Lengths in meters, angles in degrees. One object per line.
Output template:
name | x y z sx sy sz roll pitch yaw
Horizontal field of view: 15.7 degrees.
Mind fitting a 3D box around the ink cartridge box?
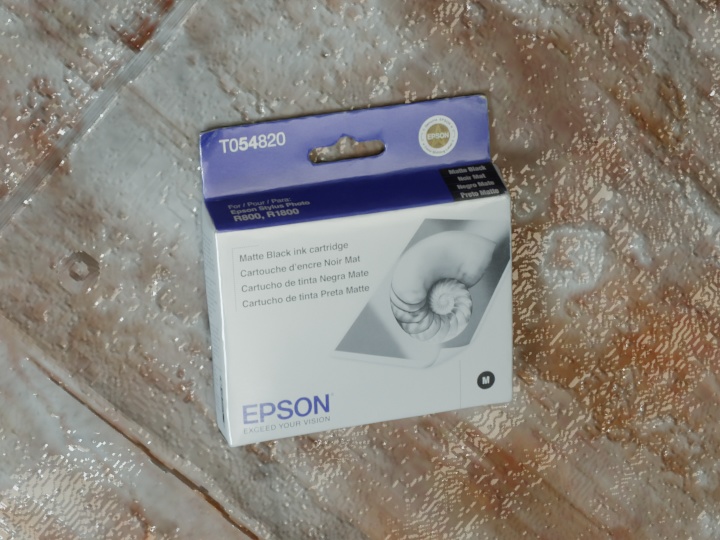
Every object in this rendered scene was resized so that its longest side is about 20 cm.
ink cartridge box | 0.000 0.000 1.651 0.198 0.041 0.201 -9 109 -15
